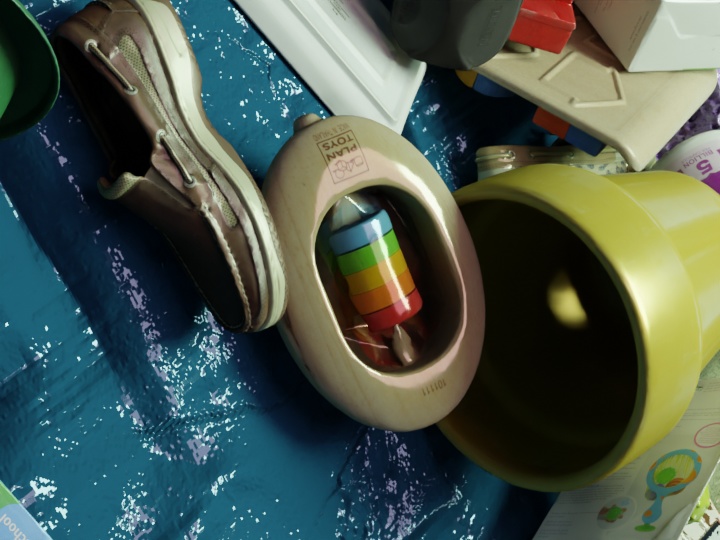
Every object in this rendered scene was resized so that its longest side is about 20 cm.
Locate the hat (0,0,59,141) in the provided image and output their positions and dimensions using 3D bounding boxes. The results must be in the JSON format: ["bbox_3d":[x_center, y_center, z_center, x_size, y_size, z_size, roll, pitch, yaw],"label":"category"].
[{"bbox_3d":[-0.220,-0.026,0.662,0.200,0.165,0.177,34,54,-37],"label":"hat"}]

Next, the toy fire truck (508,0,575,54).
[{"bbox_3d":[0.140,-0.232,1.121,0.049,0.141,0.200,15,39,-13],"label":"toy fire truck"}]

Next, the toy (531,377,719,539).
[{"bbox_3d":[0.183,0.150,1.039,0.200,0.115,0.047,-48,117,-36],"label":"toy"}]

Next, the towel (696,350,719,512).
[{"bbox_3d":[0.269,0.126,1.249,0.148,0.036,0.201,28,82,-45],"label":"towel"}]

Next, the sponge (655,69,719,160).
[{"bbox_3d":[0.243,-0.148,1.298,0.030,0.111,0.201,5,74,-51],"label":"sponge"}]

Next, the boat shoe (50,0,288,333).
[{"bbox_3d":[-0.112,-0.051,0.885,0.075,0.075,0.203,-28,94,-36],"label":"boat shoe"}]

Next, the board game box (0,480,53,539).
[{"bbox_3d":[-0.239,0.132,0.645,0.200,0.037,0.151,-47,116,-25],"label":"board game box"}]

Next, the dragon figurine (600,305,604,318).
[{"bbox_3d":[0.171,0.047,1.190,0.099,0.059,0.201,42,52,-33],"label":"dragon figurine"}]

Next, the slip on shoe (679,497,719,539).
[{"bbox_3d":[0.219,0.181,1.113,0.076,0.061,0.200,-37,77,-31],"label":"slip on shoe"}]

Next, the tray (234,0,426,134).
[{"bbox_3d":[-0.020,-0.172,1.062,0.200,0.022,0.108,47,46,-30],"label":"tray"}]

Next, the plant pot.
[{"bbox_3d":[0.155,0.020,1.051,0.189,0.200,0.201,-21,94,-43],"label":"plant pot"}]

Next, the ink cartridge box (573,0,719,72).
[{"bbox_3d":[0.212,-0.239,1.226,0.117,0.067,0.200,-5,47,-28],"label":"ink cartridge box"}]

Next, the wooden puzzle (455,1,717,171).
[{"bbox_3d":[0.149,-0.155,1.190,0.200,0.046,0.185,35,39,11],"label":"wooden puzzle"}]

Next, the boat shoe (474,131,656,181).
[{"bbox_3d":[0.157,-0.081,1.204,0.200,0.073,0.063,-22,98,-50],"label":"boat shoe"}]

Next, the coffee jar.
[{"bbox_3d":[0.071,-0.238,1.107,0.085,0.104,0.201,11,52,-6],"label":"coffee jar"}]

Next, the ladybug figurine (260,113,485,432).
[{"bbox_3d":[0.000,0.000,0.973,0.135,0.072,0.201,-23,100,-23],"label":"ladybug figurine"}]

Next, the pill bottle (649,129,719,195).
[{"bbox_3d":[0.287,0.000,1.150,0.112,0.112,0.200,26,27,-43],"label":"pill bottle"}]
